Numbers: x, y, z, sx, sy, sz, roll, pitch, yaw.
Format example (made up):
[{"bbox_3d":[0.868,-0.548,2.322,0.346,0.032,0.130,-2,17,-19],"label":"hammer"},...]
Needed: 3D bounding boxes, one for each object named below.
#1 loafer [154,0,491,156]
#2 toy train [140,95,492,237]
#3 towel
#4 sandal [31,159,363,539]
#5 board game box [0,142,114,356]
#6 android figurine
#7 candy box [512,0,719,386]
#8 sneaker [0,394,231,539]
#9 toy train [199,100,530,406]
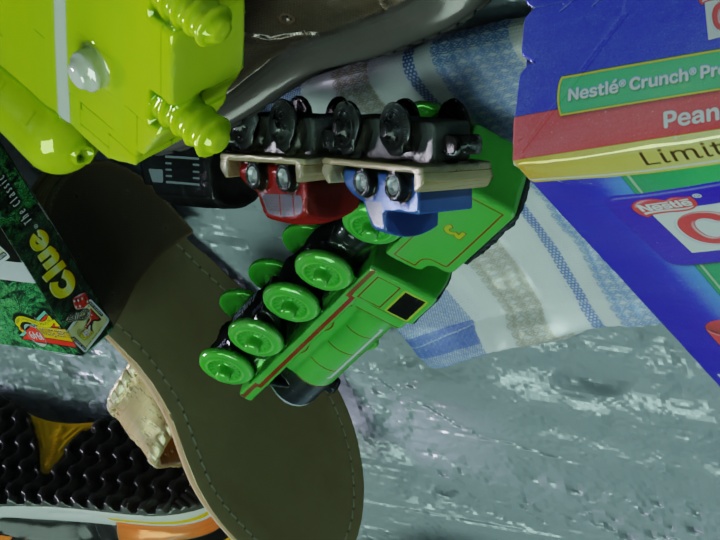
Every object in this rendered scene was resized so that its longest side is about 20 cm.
[{"bbox_3d":[-0.033,-0.101,0.997,0.200,0.073,0.071,-22,114,36],"label":"loafer"},{"bbox_3d":[-0.021,-0.037,1.024,0.034,0.046,0.200,-5,-174,-34],"label":"toy train"},{"bbox_3d":[0.060,-0.027,1.067,0.200,0.024,0.147,-11,130,40],"label":"towel"},{"bbox_3d":[-0.076,0.037,1.206,0.070,0.078,0.212,9,140,55],"label":"sandal"},{"bbox_3d":[-0.188,-0.019,1.177,0.200,0.023,0.105,5,135,49],"label":"board game box"},{"bbox_3d":[-0.105,-0.112,0.959,0.200,0.041,0.182,42,146,30],"label":"android figurine"},{"bbox_3d":[0.160,-0.034,0.885,0.169,0.077,0.200,-7,153,25],"label":"candy box"},{"bbox_3d":[-0.137,0.109,1.316,0.199,0.070,0.090,4,136,24],"label":"sneaker"},{"bbox_3d":[0.000,0.000,1.092,0.056,0.042,0.200,27,146,-14],"label":"toy train"}]
